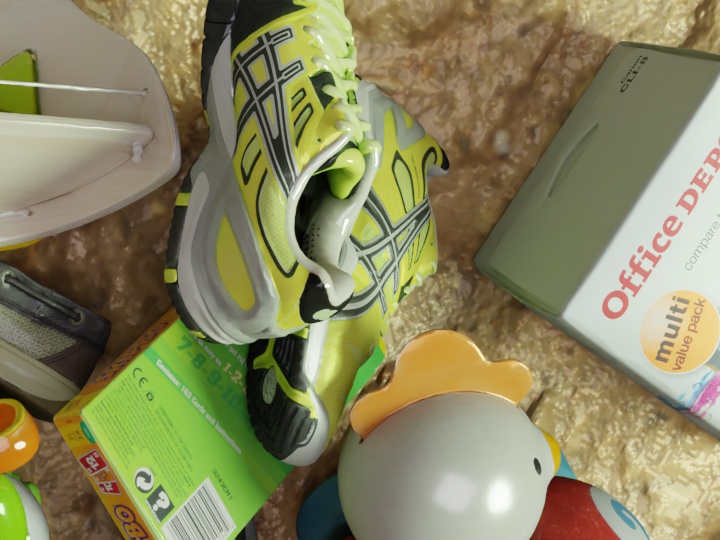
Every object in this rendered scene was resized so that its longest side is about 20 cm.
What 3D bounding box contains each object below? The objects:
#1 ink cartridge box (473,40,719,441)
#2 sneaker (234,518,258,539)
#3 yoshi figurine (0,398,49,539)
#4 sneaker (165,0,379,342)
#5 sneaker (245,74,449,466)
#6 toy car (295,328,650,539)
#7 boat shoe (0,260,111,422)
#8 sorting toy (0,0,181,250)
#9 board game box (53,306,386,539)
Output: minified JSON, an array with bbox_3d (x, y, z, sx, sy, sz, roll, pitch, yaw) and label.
[{"bbox_3d":[0.186,0.002,0.810,0.199,0.145,0.146,33,92,-15],"label":"ink cartridge box"},{"bbox_3d":[-0.082,0.148,0.809,0.073,0.079,0.202,-15,104,-12],"label":"sneaker"},{"bbox_3d":[-0.149,0.138,0.757,0.111,0.113,0.202,-5,119,14],"label":"yoshi figurine"},{"bbox_3d":[-0.024,-0.067,0.695,0.075,0.076,0.202,23,70,-57],"label":"sneaker"},{"bbox_3d":[0.000,0.000,0.765,0.076,0.075,0.202,24,61,-20],"label":"sneaker"},{"bbox_3d":[0.057,0.110,0.747,0.175,0.185,0.202,-11,126,-10],"label":"toy car"},{"bbox_3d":[-0.207,-0.005,0.762,0.200,0.072,0.066,37,68,-14],"label":"boat shoe"},{"bbox_3d":[-0.200,-0.107,0.702,0.198,0.107,0.182,1,65,-36],"label":"sorting toy"},{"bbox_3d":[-0.057,0.053,0.769,0.200,0.030,0.096,-45,112,-46],"label":"board game box"}]
